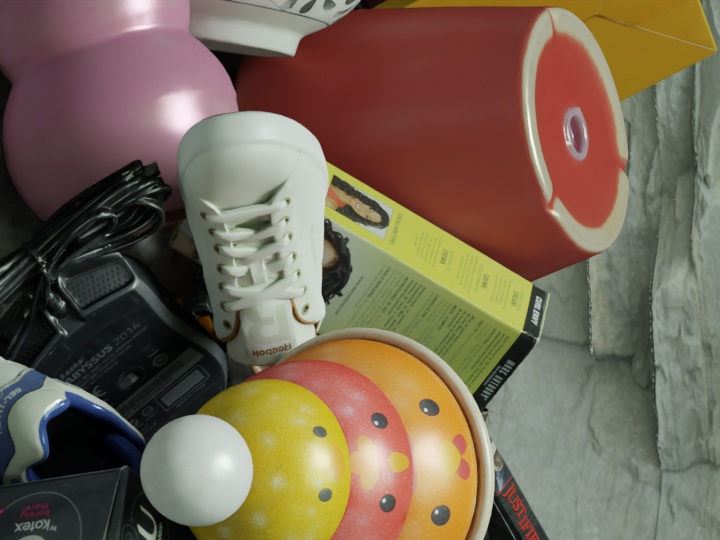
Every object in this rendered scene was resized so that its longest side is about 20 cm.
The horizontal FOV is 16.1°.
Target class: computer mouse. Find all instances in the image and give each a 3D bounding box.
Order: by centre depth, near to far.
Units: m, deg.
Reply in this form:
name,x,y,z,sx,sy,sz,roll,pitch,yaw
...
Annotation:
name,x,y,z,sx,sy,sz,roll,pitch,yaw
computer mouse,-0.131,0.026,1.292,0.053,0.138,0.200,50,-5,36

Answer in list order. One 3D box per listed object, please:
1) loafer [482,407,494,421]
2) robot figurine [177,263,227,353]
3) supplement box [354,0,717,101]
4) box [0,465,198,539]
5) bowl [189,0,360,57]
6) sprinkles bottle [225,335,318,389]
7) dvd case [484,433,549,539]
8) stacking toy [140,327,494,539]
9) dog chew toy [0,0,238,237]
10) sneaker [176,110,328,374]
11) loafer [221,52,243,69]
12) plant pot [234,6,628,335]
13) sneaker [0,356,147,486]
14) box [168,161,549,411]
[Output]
name,x,y,z,sx,sy,sz,roll,pitch,yaw
loafer,0.035,0.070,1.521,0.071,0.073,0.200,-52,163,-9
robot figurine,-0.060,0.029,1.497,0.200,0.058,0.146,-53,128,-61
supplement box,0.095,-0.193,1.682,0.133,0.196,0.200,64,-1,-32
box,-0.120,0.189,1.211,0.200,0.121,0.107,52,36,-48
bowl,-0.072,-0.171,1.412,0.200,0.199,0.095,5,93,-66
sprinkles bottle,-0.041,0.134,1.409,0.068,0.068,0.201,-59,152,-57
dvd case,0.055,0.142,1.459,0.022,0.146,0.201,-46,123,-23
stacking toy,-0.038,0.098,1.177,0.200,0.145,0.147,6,75,-63
dog chew toy,-0.138,-0.119,1.313,0.124,0.124,0.201,-8,79,-67
sneaker,-0.045,-0.006,1.267,0.200,0.072,0.085,76,3,-63
loafer,-0.040,-0.135,1.588,0.200,0.075,0.069,28,49,-62
plant pot,0.049,-0.066,1.474,0.200,0.176,0.202,30,56,-56
sneaker,-0.134,0.102,1.235,0.200,0.088,0.076,37,72,-55
box,0.000,0.000,1.393,0.199,0.075,0.050,29,35,-8
